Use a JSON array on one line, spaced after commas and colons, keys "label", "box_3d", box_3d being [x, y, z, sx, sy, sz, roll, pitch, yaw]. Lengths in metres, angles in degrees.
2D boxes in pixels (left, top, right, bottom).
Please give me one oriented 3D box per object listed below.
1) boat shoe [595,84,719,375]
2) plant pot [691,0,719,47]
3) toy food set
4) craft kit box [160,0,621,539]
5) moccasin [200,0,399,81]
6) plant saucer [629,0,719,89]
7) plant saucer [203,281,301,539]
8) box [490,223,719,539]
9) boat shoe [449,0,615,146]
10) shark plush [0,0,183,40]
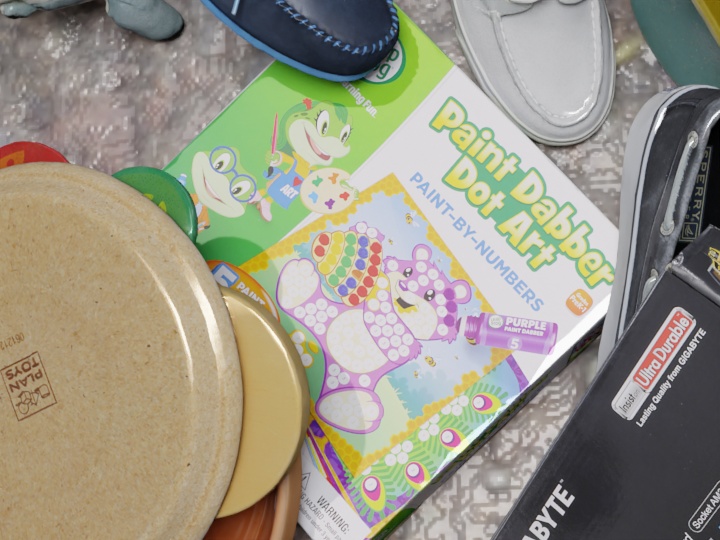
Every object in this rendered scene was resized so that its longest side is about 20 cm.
[{"label": "boat shoe", "box_3d": [0.147, 0.023, 0.723, 0.071, 0.068, 0.201, 2, 98, -16]}, {"label": "plant pot", "box_3d": [0.235, -0.180, 0.654, 0.199, 0.200, 0.177, -5, 57, 34]}, {"label": "toy food set", "box_3d": [-0.130, 0.046, 0.744, 0.200, 0.049, 0.198, -42, 76, 23]}, {"label": "craft kit box", "box_3d": [0.000, 0.000, 0.797, 0.197, 0.049, 0.200, -43, 75, -1]}, {"label": "moccasin", "box_3d": [-0.058, -0.167, 0.754, 0.200, 0.068, 0.081, 43, 53, -3]}, {"label": "plant saucer", "box_3d": [0.220, -0.156, 0.783, 0.199, 0.036, 0.201, -2, 79, 11]}, {"label": "plant saucer", "box_3d": [-0.115, 0.084, 0.784, 0.199, 0.032, 0.202, 2, 94, 25]}, {"label": "box", "box_3d": [0.165, 0.117, 0.684, 0.198, 0.050, 0.201, 38, 127, 13]}, {"label": "boat shoe", "box_3d": [0.073, -0.150, 0.761, 0.072, 0.069, 0.201, -11, 104, 0]}, {"label": "shark plush", "box_3d": [-0.151, -0.169, 0.794, 0.083, 0.199, 0.091, -44, 58, 46]}]
